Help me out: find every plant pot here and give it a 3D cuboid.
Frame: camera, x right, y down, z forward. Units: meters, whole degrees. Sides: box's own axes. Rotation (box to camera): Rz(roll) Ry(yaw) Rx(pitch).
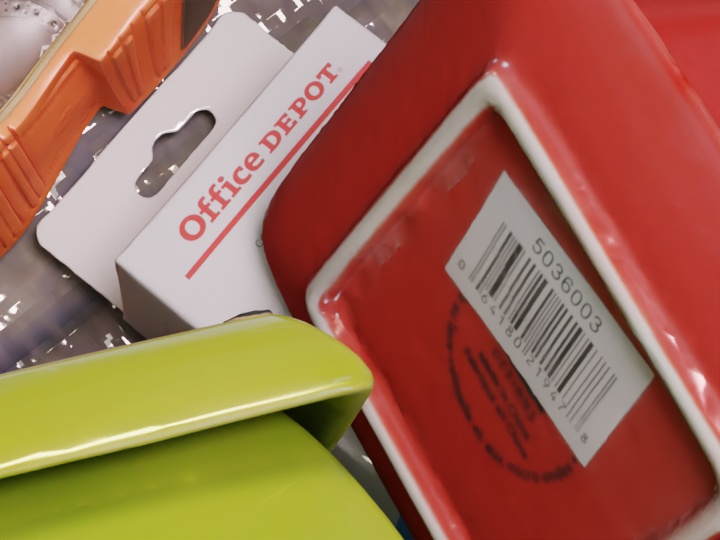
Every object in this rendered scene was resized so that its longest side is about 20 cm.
[{"bbox_3d":[-0.074,0.128,0.698,0.198,0.200,0.183,-13,75,-15],"label":"plant pot"}]

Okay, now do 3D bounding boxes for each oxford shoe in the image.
[{"bbox_3d":[-0.134,-0.053,0.815,0.073,0.071,0.200,39,73,14],"label":"oxford shoe"}]

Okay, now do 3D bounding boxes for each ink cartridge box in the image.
[{"bbox_3d":[0.000,0.000,0.801,0.200,0.068,0.115,38,75,8],"label":"ink cartridge box"}]

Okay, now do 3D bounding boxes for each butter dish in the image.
[{"bbox_3d":[0.092,0.010,0.694,0.147,0.200,0.201,-20,73,-34],"label":"butter dish"}]
